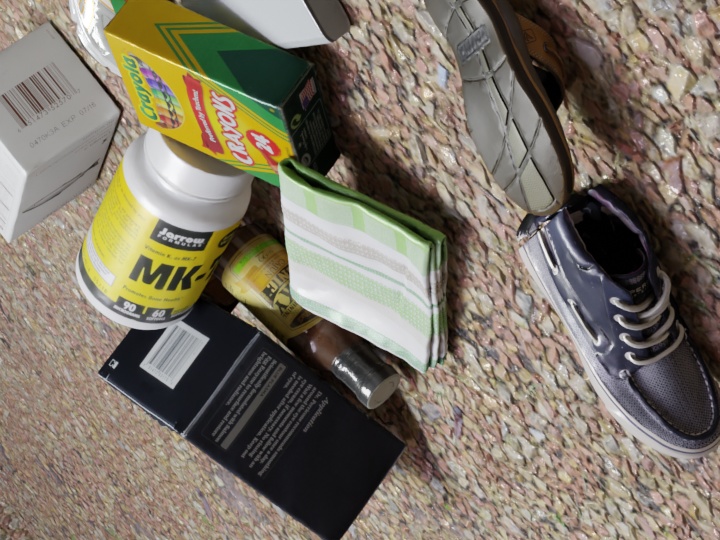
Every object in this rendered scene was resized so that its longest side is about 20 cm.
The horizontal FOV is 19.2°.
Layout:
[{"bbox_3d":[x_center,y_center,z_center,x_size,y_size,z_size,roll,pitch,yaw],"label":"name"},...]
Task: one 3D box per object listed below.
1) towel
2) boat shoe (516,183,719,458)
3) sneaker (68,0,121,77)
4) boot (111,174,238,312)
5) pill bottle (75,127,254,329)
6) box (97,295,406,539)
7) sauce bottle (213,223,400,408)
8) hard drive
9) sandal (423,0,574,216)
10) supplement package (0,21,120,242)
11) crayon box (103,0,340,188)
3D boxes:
[{"bbox_3d":[0.000,0.000,1.673,0.149,0.031,0.200,25,155,16],"label":"towel"},{"bbox_3d":[0.178,0.034,1.381,0.200,0.075,0.093,52,166,3],"label":"boat shoe"},{"bbox_3d":[-0.199,-0.238,1.725,0.092,0.076,0.200,3,128,56],"label":"sneaker"},{"bbox_3d":[-0.152,-0.043,1.939,0.155,0.074,0.200,45,161,6],"label":"boot"},{"bbox_3d":[-0.161,-0.051,1.808,0.114,0.114,0.200,46,135,15],"label":"pill bottle"},{"bbox_3d":[-0.099,0.125,1.912,0.200,0.117,0.197,40,173,-32],"label":"box"},{"bbox_3d":[-0.046,0.041,1.854,0.200,0.065,0.065,41,156,21],"label":"sauce bottle"},{"bbox_3d":[-0.092,-0.225,1.592,0.132,0.026,0.200,60,158,-17],"label":"hard drive"},{"bbox_3d":[0.093,-0.133,1.340,0.200,0.055,0.082,66,152,5],"label":"sandal"},{"bbox_3d":[-0.324,-0.131,2.068,0.117,0.117,0.200,50,158,5],"label":"supplement package"},{"bbox_3d":[-0.120,-0.143,1.654,0.200,0.051,0.127,25,157,23],"label":"crayon box"}]
